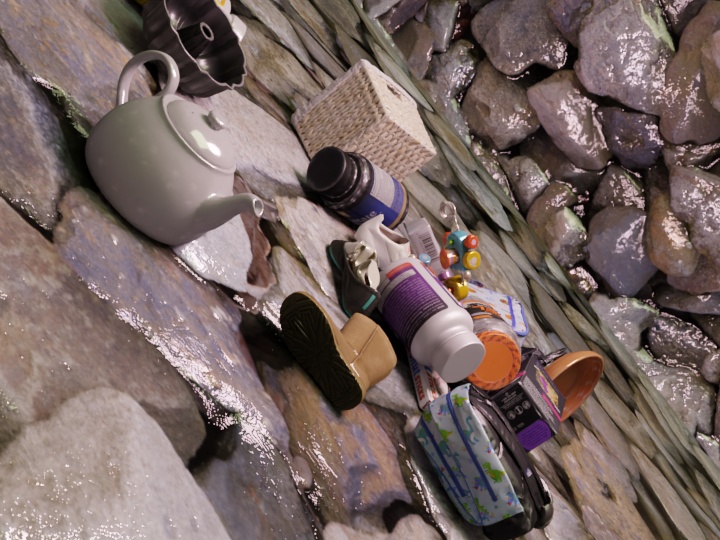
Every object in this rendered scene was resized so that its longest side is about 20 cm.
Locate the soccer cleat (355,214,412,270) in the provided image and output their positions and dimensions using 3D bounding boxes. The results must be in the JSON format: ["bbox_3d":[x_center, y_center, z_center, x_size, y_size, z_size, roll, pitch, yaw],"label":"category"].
[{"bbox_3d":[0.073,-0.013,1.772,0.200,0.077,0.069,46,18,-17],"label":"soccer cleat"}]

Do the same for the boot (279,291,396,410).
[{"bbox_3d":[-0.028,0.091,1.343,0.176,0.066,0.200,63,18,-3],"label":"boot"}]

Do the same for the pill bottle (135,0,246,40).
[{"bbox_3d":[-0.295,-0.456,1.692,0.200,0.113,0.113,39,21,-31],"label":"pill bottle"}]

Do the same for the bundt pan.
[{"bbox_3d":[-0.272,-0.364,1.577,0.202,0.075,0.203,46,30,-36],"label":"bundt pan"}]

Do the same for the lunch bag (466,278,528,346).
[{"bbox_3d":[0.248,0.090,1.904,0.159,0.076,0.200,19,20,-1],"label":"lunch bag"}]

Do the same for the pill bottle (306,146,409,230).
[{"bbox_3d":[-0.006,-0.147,1.791,0.200,0.112,0.112,28,28,-50],"label":"pill bottle"}]

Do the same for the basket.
[{"bbox_3d":[0.007,-0.263,1.929,0.198,0.199,0.162,28,34,-50],"label":"basket"}]

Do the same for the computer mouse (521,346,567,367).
[{"bbox_3d":[0.285,0.183,1.867,0.140,0.199,0.046,-18,98,-33],"label":"computer mouse"}]

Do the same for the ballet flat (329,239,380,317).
[{"bbox_3d":[0.000,0.000,1.577,0.068,0.068,0.201,34,23,-32],"label":"ballet flat"}]

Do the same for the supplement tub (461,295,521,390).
[{"bbox_3d":[0.198,0.123,1.670,0.123,0.122,0.200,46,4,-16],"label":"supplement tub"}]

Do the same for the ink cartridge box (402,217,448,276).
[{"bbox_3d":[0.131,-0.022,1.856,0.200,0.057,0.163,-81,147,-76],"label":"ink cartridge box"}]

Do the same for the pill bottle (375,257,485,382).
[{"bbox_3d":[0.108,0.080,1.562,0.111,0.112,0.200,29,17,-49],"label":"pill bottle"}]

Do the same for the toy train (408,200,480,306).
[{"bbox_3d":[0.126,-0.011,1.653,0.055,0.201,0.150,-18,56,-31],"label":"toy train"}]

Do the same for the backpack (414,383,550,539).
[{"bbox_3d":[0.166,0.260,1.382,0.163,0.153,0.201,-27,100,-70],"label":"backpack"}]

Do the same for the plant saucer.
[{"bbox_3d":[0.369,0.223,1.844,0.037,0.200,0.200,46,12,33],"label":"plant saucer"}]

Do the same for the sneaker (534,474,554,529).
[{"bbox_3d":[0.216,0.313,1.512,0.079,0.076,0.200,6,39,-48],"label":"sneaker"}]

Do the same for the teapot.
[{"bbox_3d":[-0.222,-0.142,1.186,0.200,0.146,0.198,41,19,-25],"label":"teapot"}]

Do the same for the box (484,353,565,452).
[{"bbox_3d":[0.264,0.235,1.669,0.106,0.122,0.200,54,17,3],"label":"box"}]

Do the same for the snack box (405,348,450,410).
[{"bbox_3d":[0.110,0.168,1.588,0.072,0.024,0.200,39,21,-27],"label":"snack box"}]
